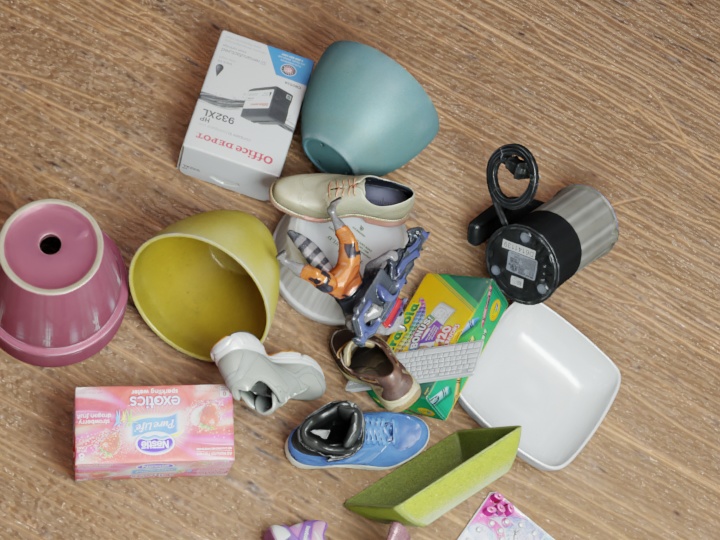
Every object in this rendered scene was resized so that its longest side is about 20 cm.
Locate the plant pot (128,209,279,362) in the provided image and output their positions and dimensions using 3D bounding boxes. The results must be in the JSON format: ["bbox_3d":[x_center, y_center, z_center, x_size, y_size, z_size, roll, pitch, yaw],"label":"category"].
[{"bbox_3d":[-0.186,-0.002,1.611,0.199,0.201,0.142,30,40,0],"label":"plant pot"}]

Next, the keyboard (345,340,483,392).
[{"bbox_3d":[0.070,0.126,1.602,0.011,0.199,0.057,51,42,-37],"label":"keyboard"}]

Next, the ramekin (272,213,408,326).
[{"bbox_3d":[-0.022,-0.031,1.697,0.200,0.094,0.204,5,67,-12],"label":"ramekin"}]

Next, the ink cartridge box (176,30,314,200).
[{"bbox_3d":[-0.163,-0.222,1.745,0.144,0.084,0.201,18,66,-6],"label":"ink cartridge box"}]

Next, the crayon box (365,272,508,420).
[{"bbox_3d":[0.103,0.100,1.659,0.058,0.118,0.201,51,59,-36],"label":"crayon box"}]

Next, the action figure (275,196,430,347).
[{"bbox_3d":[0.000,0.000,1.600,0.194,0.104,0.200,52,55,-16],"label":"action figure"}]

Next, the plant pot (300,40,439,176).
[{"bbox_3d":[-0.008,-0.204,1.717,0.200,0.200,0.135,37,70,3],"label":"plant pot"}]

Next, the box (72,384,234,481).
[{"bbox_3d":[-0.263,0.206,1.544,0.198,0.095,0.104,1,69,-13],"label":"box"}]

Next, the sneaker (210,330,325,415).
[{"bbox_3d":[-0.113,0.152,1.568,0.199,0.076,0.093,24,38,-47],"label":"sneaker"}]

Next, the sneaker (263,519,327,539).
[{"bbox_3d":[-0.042,0.400,1.534,0.088,0.081,0.201,-20,73,-28],"label":"sneaker"}]

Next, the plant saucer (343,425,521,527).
[{"bbox_3d":[0.098,0.270,1.557,0.199,0.200,0.048,-29,92,-22],"label":"plant saucer"}]

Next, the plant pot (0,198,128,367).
[{"bbox_3d":[-0.392,0.003,1.549,0.198,0.179,0.202,4,69,-11],"label":"plant pot"}]

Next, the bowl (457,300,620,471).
[{"bbox_3d":[0.239,0.165,1.694,0.199,0.075,0.200,39,64,4],"label":"bowl"}]

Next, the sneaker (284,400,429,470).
[{"bbox_3d":[0.006,0.216,1.597,0.198,0.111,0.077,-1,69,-14],"label":"sneaker"}]

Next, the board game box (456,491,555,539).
[{"bbox_3d":[0.201,0.427,1.607,0.200,0.026,0.200,39,65,4],"label":"board game box"}]

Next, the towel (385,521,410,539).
[{"bbox_3d":[0.024,0.426,1.504,0.023,0.144,0.201,13,64,21],"label":"towel"}]

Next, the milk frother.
[{"bbox_3d":[0.263,-0.088,1.709,0.180,0.201,0.188,38,40,19],"label":"milk frother"}]

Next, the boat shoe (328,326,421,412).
[{"bbox_3d":[0.007,0.113,1.601,0.072,0.200,0.072,-39,124,-5],"label":"boat shoe"}]

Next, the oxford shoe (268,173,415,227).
[{"bbox_3d":[-0.022,-0.107,1.635,0.198,0.074,0.071,2,68,-12],"label":"oxford shoe"}]
